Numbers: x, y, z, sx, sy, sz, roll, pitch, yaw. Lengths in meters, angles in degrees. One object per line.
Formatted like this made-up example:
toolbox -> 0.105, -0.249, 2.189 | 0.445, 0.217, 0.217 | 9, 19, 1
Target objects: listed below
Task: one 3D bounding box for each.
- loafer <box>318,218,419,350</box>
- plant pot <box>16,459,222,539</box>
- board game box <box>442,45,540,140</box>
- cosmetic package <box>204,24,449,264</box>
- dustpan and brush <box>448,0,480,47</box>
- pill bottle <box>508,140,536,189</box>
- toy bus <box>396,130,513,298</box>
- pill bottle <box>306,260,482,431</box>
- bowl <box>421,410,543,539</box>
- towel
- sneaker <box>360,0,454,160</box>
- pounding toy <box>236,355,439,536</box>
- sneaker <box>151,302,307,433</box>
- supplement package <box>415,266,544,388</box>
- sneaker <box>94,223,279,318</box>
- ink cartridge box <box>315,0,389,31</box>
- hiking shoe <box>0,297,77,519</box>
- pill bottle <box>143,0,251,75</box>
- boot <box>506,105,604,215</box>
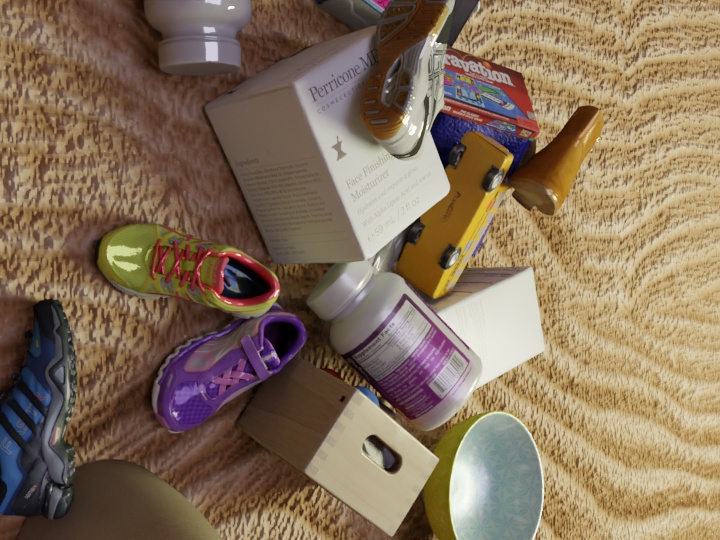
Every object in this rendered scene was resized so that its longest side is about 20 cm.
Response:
loafer -> 0.000, 0.000, 1.153 | 0.202, 0.062, 0.072 | -59, 154, -8
plant pot -> -0.197, 0.289, 0.875 | 0.185, 0.198, 0.192 | -1, 92, -42
board game box -> 0.121, -0.222, 1.120 | 0.197, 0.019, 0.104 | 12, 50, -27
cosmetic package -> -0.034, -0.135, 1.042 | 0.164, 0.163, 0.203 | -39, 115, -36
dustpan and brush -> 0.123, -0.399, 1.237 | 0.056, 0.140, 0.203 | -9, 69, -23
pill bottle -> 0.137, -0.199, 1.235 | 0.199, 0.111, 0.114 | 39, 66, -36
toy bus -> 0.117, -0.066, 1.133 | 0.078, 0.065, 0.202 | -13, 135, -57
pill bottle -> 0.035, 0.076, 1.061 | 0.200, 0.112, 0.113 | 45, 60, -10
bowl -> 0.144, 0.288, 1.245 | 0.198, 0.107, 0.205 | 6, 81, -42
towel -> 0.126, -0.112, 1.185 | 0.145, 0.050, 0.203 | 8, 118, -26
sneaker -> 0.056, -0.209, 0.981 | 0.088, 0.074, 0.203 | 46, 59, -53
pounding toy -> -0.010, 0.184, 1.075 | 0.200, 0.183, 0.143 | 43, 75, -34
sneaker -> -0.133, 0.099, 1.007 | 0.199, 0.088, 0.082 | -39, 116, -34
supplement package -> 0.133, 0.077, 1.231 | 0.198, 0.116, 0.119 | -20, 103, -40
sneaker -> -0.168, -0.004, 0.954 | 0.196, 0.090, 0.080 | 13, 81, -22
ink cartridge box -> 0.035, -0.395, 1.165 | 0.135, 0.076, 0.204 | 25, 73, -40
hiking shoe -> -0.304, 0.124, 0.858 | 0.085, 0.074, 0.204 | 1, 75, -14
pill bottle -> -0.167, -0.307, 0.954 | 0.111, 0.111, 0.205 | -4, 93, -42
boot -> 0.249, -0.143, 1.160 | 0.070, 0.201, 0.145 | 38, 94, 2
